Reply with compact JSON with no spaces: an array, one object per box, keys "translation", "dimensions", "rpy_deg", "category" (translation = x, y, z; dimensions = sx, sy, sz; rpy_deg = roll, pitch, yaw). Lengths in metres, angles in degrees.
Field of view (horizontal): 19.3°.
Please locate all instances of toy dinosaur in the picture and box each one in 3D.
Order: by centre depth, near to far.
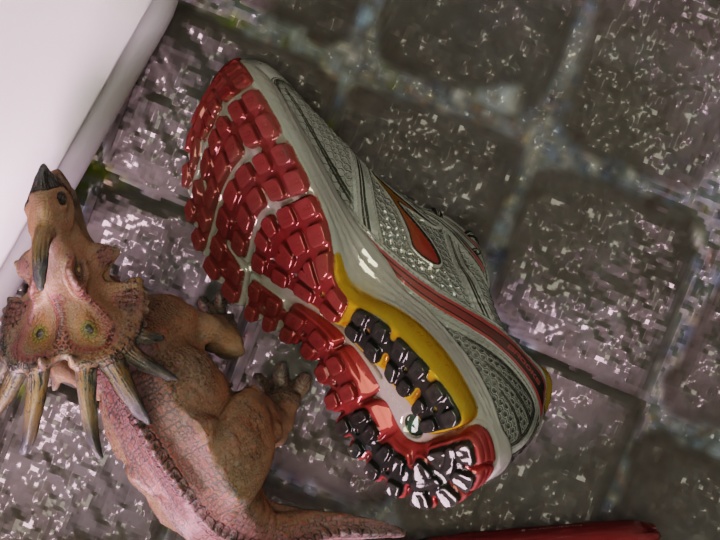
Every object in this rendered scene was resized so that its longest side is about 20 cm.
[{"translation":[-0.074,0.059,0.821],"dimensions":[0.086,0.136,0.200],"rpy_deg":[-44,92,5],"category":"toy dinosaur"}]

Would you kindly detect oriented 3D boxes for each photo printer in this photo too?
[{"translation":[-0.168,-0.096,0.819],"dimensions":[0.166,0.070,0.201],"rpy_deg":[32,113,-4],"category":"photo printer"}]

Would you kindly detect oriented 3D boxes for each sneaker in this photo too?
[{"translation":[0.000,0.000,0.850],"dimensions":[0.201,0.082,0.078],"rpy_deg":[56,134,11],"category":"sneaker"}]

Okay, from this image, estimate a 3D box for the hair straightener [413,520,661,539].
[{"translation":[0.026,0.147,0.870],"dimensions":[0.198,0.041,0.078],"rpy_deg":[-5,94,4],"category":"hair straightener"}]
